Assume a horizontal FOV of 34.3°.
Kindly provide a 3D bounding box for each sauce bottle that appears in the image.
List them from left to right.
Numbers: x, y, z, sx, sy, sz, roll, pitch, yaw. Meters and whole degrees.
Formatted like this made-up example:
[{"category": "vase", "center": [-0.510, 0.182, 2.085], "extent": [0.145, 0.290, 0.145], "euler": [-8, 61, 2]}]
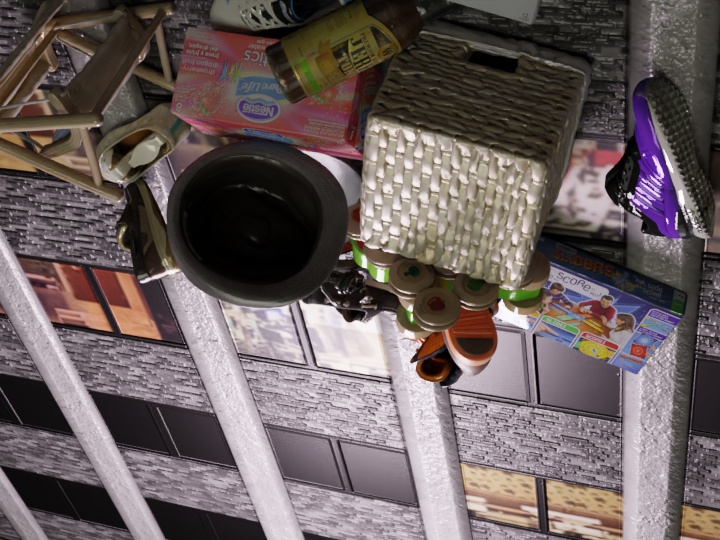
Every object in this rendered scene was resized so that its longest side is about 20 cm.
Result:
[{"category": "sauce bottle", "center": [0.006, -0.231, 1.127], "extent": [0.198, 0.065, 0.065], "euler": [-26, 127, 8]}]

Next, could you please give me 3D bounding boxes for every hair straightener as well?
[{"category": "hair straightener", "center": [0.000, 0.000, 1.349], "extent": [0.041, 0.200, 0.078], "euler": [-25, 88, 21]}]

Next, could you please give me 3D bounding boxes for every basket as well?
[{"category": "basket", "center": [0.111, -0.119, 1.187], "extent": [0.196, 0.162, 0.201], "euler": [17, 140, 10]}]

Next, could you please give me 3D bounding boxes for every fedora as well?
[{"category": "fedora", "center": [-0.108, -0.044, 1.251], "extent": [0.197, 0.179, 0.090], "euler": [11, 171, 6]}]

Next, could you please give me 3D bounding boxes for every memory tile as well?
[{"category": "memory tile", "center": [0.082, -0.029, 1.253], "extent": [0.200, 0.152, 0.017], "euler": [50, 155, 35]}]

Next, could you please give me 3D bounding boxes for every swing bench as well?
[{"category": "swing bench", "center": [-0.320, -0.201, 1.278], "extent": [0.198, 0.200, 0.131], "euler": [12, 141, 13]}]

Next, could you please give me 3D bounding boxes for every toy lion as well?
[{"category": "toy lion", "center": [0.091, -0.030, 1.301], "extent": [0.197, 0.193, 0.069], "euler": [-11, 145, -9]}]

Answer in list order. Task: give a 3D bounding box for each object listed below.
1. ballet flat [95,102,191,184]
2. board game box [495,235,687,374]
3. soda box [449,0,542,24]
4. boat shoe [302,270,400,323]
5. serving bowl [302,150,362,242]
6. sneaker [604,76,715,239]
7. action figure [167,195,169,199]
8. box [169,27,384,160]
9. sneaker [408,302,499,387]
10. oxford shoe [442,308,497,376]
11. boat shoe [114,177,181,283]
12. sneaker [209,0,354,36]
[{"category": "ballet flat", "center": [-0.280, -0.146, 1.431], "extent": [0.067, 0.063, 0.199], "euler": [40, 139, -20]}, {"category": "board game box", "center": [0.269, 0.041, 1.390], "extent": [0.198, 0.035, 0.136], "euler": [23, 142, 0]}, {"category": "soda box", "center": [0.078, -0.296, 1.070], "extent": [0.198, 0.069, 0.064], "euler": [18, 141, 7]}, {"category": "boat shoe", "center": [-0.008, 0.035, 1.443], "extent": [0.073, 0.061, 0.200], "euler": [6, 169, 29]}, {"category": "serving bowl", "center": [-0.094, -0.088, 1.367], "extent": [0.197, 0.066, 0.201], "euler": [-9, 139, -8]}, {"category": "sneaker", "center": [0.290, -0.103, 1.185], "extent": [0.099, 0.070, 0.201], "euler": [-3, 134, 33]}, {"category": "action figure", "center": [-0.163, -0.041, 1.447], "extent": [0.199, 0.131, 0.069], "euler": [33, 158, -35]}, {"category": "box", "center": [-0.086, -0.185, 1.229], "extent": [0.198, 0.096, 0.103], "euler": [11, 176, 15]}, {"category": "sneaker", "center": [0.087, 0.086, 1.449], "extent": [0.077, 0.113, 0.200], "euler": [34, 158, -12]}, {"category": "oxford shoe", "center": [0.106, 0.026, 1.342], "extent": [0.070, 0.202, 0.073], "euler": [-6, 152, -6]}, {"category": "boat shoe", "center": [-0.274, -0.052, 1.445], "extent": [0.064, 0.200, 0.074], "euler": [-24, 124, -9]}, {"category": "sneaker", "center": [-0.083, -0.274, 1.176], "extent": [0.198, 0.073, 0.072], "euler": [-12, 131, 38]}]
